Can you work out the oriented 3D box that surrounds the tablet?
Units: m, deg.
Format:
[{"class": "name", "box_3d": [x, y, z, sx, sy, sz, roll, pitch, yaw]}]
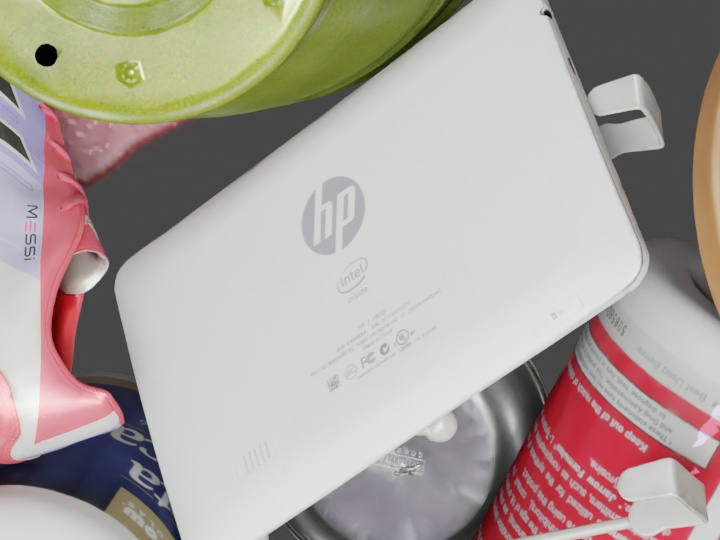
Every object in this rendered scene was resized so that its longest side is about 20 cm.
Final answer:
[{"class": "tablet", "box_3d": [0.000, 0.000, 0.972, 0.200, 0.014, 0.130, -35, 54, 25]}]

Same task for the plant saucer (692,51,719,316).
[{"class": "plant saucer", "box_3d": [0.196, -0.018, 0.954, 0.200, 0.032, 0.201, 5, 77, -23]}]

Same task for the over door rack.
[{"class": "over door rack", "box_3d": [0.033, 0.039, 0.983, 0.200, 0.067, 0.148, -20, 63, 33]}]

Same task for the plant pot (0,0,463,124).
[{"class": "plant pot", "box_3d": [-0.056, -0.131, 0.931, 0.199, 0.193, 0.201, 2, 106, 8]}]

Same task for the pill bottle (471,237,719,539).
[{"class": "pill bottle", "box_3d": [0.100, 0.099, 1.015, 0.112, 0.112, 0.200, 27, 108, 0]}]

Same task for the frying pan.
[{"class": "frying pan", "box_3d": [-0.006, 0.094, 1.076, 0.115, 0.031, 0.190, 34, 105, -1]}]

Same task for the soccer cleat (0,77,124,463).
[{"class": "soccer cleat", "box_3d": [-0.124, -0.029, 1.006, 0.076, 0.067, 0.201, -6, 68, 3]}]

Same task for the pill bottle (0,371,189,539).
[{"class": "pill bottle", "box_3d": [-0.108, 0.116, 1.006, 0.111, 0.200, 0.112, 2, 107, 8]}]
